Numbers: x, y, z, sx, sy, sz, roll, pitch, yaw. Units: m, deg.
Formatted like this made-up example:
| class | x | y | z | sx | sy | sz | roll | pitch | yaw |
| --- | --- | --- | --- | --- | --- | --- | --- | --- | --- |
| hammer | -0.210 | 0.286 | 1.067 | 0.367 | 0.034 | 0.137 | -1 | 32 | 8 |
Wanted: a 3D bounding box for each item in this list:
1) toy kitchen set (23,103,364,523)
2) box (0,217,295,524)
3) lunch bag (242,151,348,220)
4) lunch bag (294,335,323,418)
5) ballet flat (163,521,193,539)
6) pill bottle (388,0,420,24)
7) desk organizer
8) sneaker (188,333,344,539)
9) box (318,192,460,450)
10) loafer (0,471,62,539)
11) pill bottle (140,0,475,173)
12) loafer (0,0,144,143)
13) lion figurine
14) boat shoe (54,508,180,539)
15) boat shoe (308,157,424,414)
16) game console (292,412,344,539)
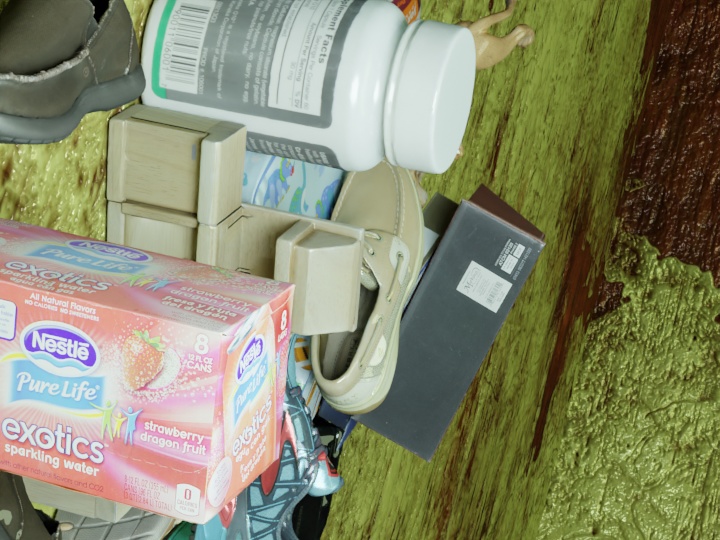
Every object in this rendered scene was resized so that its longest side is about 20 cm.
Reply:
| class | x | y | z | sx | sy | sz | roll | pitch | yaw |
| --- | --- | --- | --- | --- | --- | --- | --- | --- | --- |
| toy kitchen set | -0.105 | 0.029 | 1.099 | 0.180 | 0.162 | 0.201 | -46 | 144 | -62 |
| box | -0.143 | 0.043 | 0.905 | 0.095 | 0.199 | 0.103 | -36 | 135 | -65 |
| lunch bag | -0.068 | -0.072 | 1.301 | 0.161 | 0.082 | 0.201 | 88 | 21 | -47 |
| lunch bag | -0.055 | 0.062 | 1.399 | 0.161 | 0.075 | 0.200 | -67 | 176 | 38 |
| ballet flat | -0.141 | 0.252 | 1.348 | 0.200 | 0.068 | 0.075 | -57 | 177 | -40 |
| pill bottle | -0.011 | -0.221 | 1.342 | 0.201 | 0.109 | 0.110 | 80 | 27 | -52 |
| desk organizer | 0.073 | 0.038 | 1.400 | 0.201 | 0.071 | 0.077 | -64 | 174 | 20 |
| sneaker | -0.052 | 0.121 | 1.252 | 0.079 | 0.095 | 0.201 | -42 | 146 | -74 |
| box | 0.019 | 0.045 | 1.440 | 0.121 | 0.032 | 0.201 | -54 | 169 | -45 |
| loafer | -0.195 | 0.175 | 1.050 | 0.201 | 0.072 | 0.072 | 83 | 26 | -49 |
| pill bottle | -0.033 | -0.127 | 1.167 | 0.113 | 0.199 | 0.114 | 12 | 90 | -75 |
| loafer | -0.173 | -0.111 | 0.924 | 0.200 | 0.072 | 0.072 | -50 | 140 | -70 |
| lion figurine | 0.065 | -0.143 | 1.436 | 0.201 | 0.072 | 0.122 | -66 | 161 | 9 |
| boat shoe | -0.148 | 0.157 | 1.213 | 0.200 | 0.075 | 0.072 | -58 | 157 | -47 |
| boat shoe | 0.000 | 0.000 | 1.300 | 0.065 | 0.072 | 0.201 | 51 | 45 | -61 |
| game console | -0.089 | 0.220 | 1.567 | 0.175 | 0.116 | 0.202 | 5 | 97 | -44 |
